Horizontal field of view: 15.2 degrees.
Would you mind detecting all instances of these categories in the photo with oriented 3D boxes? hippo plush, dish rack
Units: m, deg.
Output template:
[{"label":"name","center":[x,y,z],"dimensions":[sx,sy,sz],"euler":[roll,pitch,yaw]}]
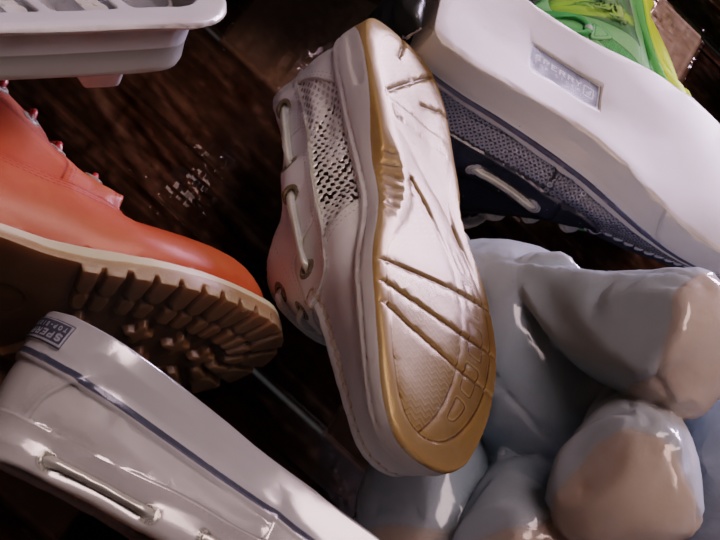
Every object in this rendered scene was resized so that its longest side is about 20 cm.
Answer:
[{"label":"hippo plush","center":[0.087,0.070,1.043],"dimensions":[0.200,0.159,0.161],"euler":[29,-1,44]},{"label":"dish rack","center":[-0.163,-0.117,0.954],"dimensions":[0.171,0.044,0.200],"euler":[-8,38,-42]}]

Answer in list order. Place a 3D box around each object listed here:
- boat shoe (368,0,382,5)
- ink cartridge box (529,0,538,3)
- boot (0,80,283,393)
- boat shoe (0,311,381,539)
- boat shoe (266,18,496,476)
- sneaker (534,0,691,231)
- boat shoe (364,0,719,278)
[{"label":"boat shoe","center":[-0.011,-0.214,1.162],"dimensions":[0.072,0.072,0.200],"euler":[-31,88,-23]},{"label":"ink cartridge box","center":[0.004,-0.214,1.108],"dimensions":[0.160,0.047,0.200],"euler":[5,77,-31]},{"label":"boot","center":[-0.116,-0.023,0.959],"dimensions":[0.200,0.075,0.107],"euler":[20,46,-28]},{"label":"boat shoe","center":[-0.051,0.096,0.942],"dimensions":[0.200,0.074,0.065],"euler":[39,73,-20]},{"label":"boat shoe","center":[0.000,0.000,0.993],"dimensions":[0.071,0.069,0.200],"euler":[40,33,-39]},{"label":"sneaker","center":[0.086,-0.105,1.182],"dimensions":[0.084,0.074,0.200],"euler":[-11,70,-48]},{"label":"boat shoe","center":[0.074,-0.046,1.117],"dimensions":[0.200,0.093,0.075],"euler":[35,45,-18]}]
